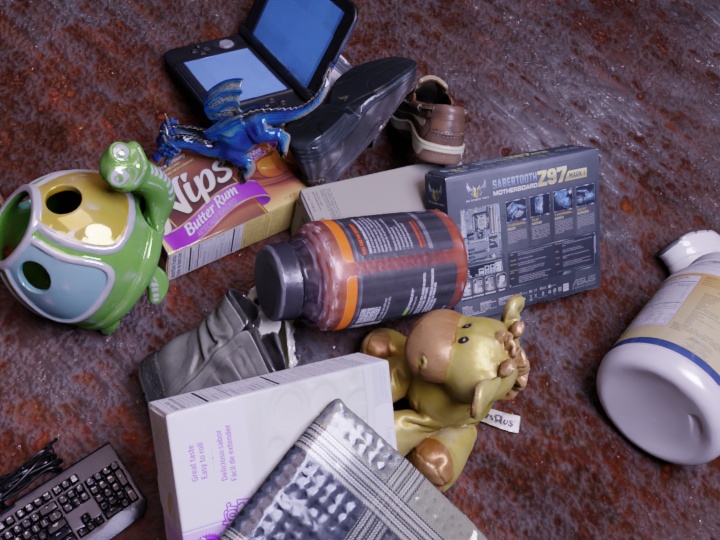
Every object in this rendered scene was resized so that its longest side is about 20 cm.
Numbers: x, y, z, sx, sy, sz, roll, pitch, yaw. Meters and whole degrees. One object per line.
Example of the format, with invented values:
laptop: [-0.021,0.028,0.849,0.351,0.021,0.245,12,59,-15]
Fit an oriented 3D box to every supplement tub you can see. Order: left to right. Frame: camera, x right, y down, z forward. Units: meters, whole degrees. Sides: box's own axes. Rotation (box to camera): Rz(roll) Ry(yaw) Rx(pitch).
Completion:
supplement tub: [0.000,0.000,0.813,0.197,0.107,0.108,-7,60,-29]
supplement tub: [0.354,0.086,0.879,0.144,0.145,0.200,42,58,13]

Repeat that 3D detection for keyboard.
keyboard: [-0.286,0.213,0.696,0.199,0.040,0.104,-32,72,-30]

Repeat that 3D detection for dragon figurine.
dragon figurine: [-0.123,-0.149,0.835,0.099,0.198,0.060,29,46,-42]

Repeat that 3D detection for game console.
game console: [-0.120,-0.265,0.952,0.168,0.120,0.200,-19,45,-24]

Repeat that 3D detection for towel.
towel: [-0.009,0.237,0.658,0.200,0.034,0.193,44,66,-8]

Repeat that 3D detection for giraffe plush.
giraffe plush: [0.086,0.102,0.786,0.196,0.163,0.175,2,58,-13]

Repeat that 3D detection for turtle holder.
turtle holder: [-0.247,-0.026,0.759,0.131,0.183,0.144,22,66,-45]

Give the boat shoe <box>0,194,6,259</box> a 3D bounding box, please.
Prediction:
boat shoe: [-0.405,-0.085,0.830,0.072,0.068,0.200,-33,72,-29]

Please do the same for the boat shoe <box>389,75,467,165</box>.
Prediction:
boat shoe: [0.083,-0.186,0.964,0.073,0.076,0.203,2,25,-15]

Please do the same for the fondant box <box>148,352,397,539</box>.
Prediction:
fondant box: [-0.065,0.161,0.693,0.197,0.058,0.147,-10,98,-28]

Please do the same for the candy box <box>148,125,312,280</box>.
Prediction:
candy box: [-0.148,-0.084,0.904,0.198,0.057,0.117,-25,68,-28]

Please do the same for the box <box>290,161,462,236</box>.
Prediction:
box: [0.027,-0.060,0.921,0.197,0.083,0.069,-15,63,-21]

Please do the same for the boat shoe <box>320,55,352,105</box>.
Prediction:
boat shoe: [-0.047,-0.243,1.022,0.067,0.072,0.200,-14,50,-48]

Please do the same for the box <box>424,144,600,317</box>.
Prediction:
box: [0.170,-0.043,0.911,0.197,0.161,0.051,-14,19,-22]

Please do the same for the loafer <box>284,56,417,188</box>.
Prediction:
loafer: [-0.005,-0.167,0.921,0.072,0.073,0.200,23,54,38]

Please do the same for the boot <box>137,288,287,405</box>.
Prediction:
boot: [-0.116,0.123,0.738,0.130,0.068,0.202,-35,65,16]

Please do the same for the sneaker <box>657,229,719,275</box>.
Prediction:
sneaker: [0.458,-0.007,1.018,0.196,0.075,0.089,-10,74,-12]

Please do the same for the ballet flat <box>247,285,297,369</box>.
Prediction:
ballet flat: [-0.094,0.097,0.803,0.070,0.072,0.203,3,59,-13]
